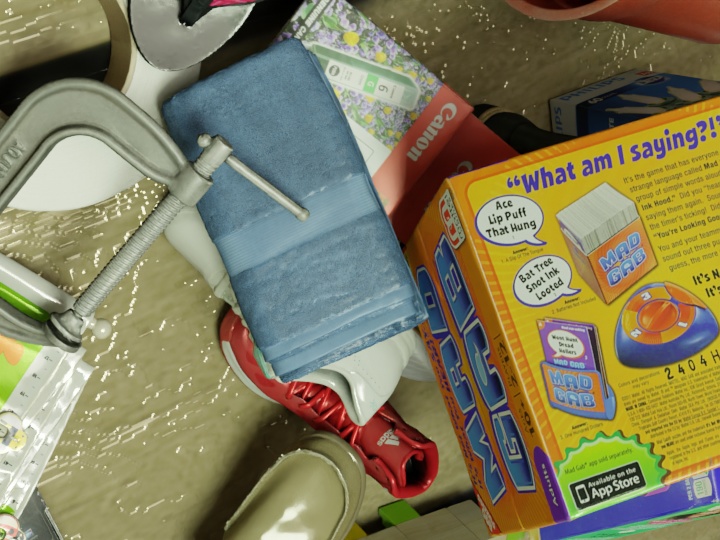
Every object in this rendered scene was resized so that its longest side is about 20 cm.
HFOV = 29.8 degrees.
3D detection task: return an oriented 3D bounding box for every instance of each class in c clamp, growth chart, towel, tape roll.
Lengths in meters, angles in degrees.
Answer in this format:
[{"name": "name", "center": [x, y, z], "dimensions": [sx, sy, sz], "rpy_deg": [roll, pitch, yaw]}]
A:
[{"name": "c clamp", "center": [-0.159, -0.023, 0.821], "dimensions": [0.200, 0.027, 0.171], "rpy_deg": [-42, 109, 12]}, {"name": "growth chart", "center": [-0.245, 0.085, 0.847], "dimensions": [0.144, 0.018, 0.201], "rpy_deg": [25, 79, -20]}, {"name": "towel", "center": [-0.043, -0.038, 0.868], "dimensions": [0.111, 0.049, 0.201], "rpy_deg": [-23, 92, 0]}, {"name": "tape roll", "center": [-0.194, -0.137, 0.841], "dimensions": [0.202, 0.037, 0.204], "rpy_deg": [-10, 108, -32]}]

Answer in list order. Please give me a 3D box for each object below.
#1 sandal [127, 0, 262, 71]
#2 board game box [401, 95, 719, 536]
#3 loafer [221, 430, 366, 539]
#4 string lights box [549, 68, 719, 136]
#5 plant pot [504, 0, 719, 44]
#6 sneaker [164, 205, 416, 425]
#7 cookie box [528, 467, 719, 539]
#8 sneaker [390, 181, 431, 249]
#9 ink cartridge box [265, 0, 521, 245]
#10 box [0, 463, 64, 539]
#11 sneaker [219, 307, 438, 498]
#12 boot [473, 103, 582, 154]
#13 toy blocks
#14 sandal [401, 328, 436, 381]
[{"name": "sandal", "center": [-0.067, -0.203, 0.830], "dimensions": [0.200, 0.045, 0.075], "rpy_deg": [-44, 114, 5]}, {"name": "board game box", "center": [0.159, 0.034, 0.842], "dimensions": [0.199, 0.200, 0.201], "rpy_deg": [-17, 79, -10]}, {"name": "loafer", "center": [-0.065, 0.202, 0.957], "dimensions": [0.076, 0.067, 0.201], "rpy_deg": [34, 109, 5]}, {"name": "string lights box", "center": [0.250, -0.105, 1.045], "dimensions": [0.102, 0.200, 0.059], "rpy_deg": [-22, 115, -28]}, {"name": "plant pot", "center": [0.222, -0.261, 1.000], "dimensions": [0.195, 0.200, 0.202], "rpy_deg": [9, 98, -42]}, {"name": "sneaker", "center": [-0.057, 0.029, 0.915], "dimensions": [0.200, 0.075, 0.089], "rpy_deg": [34, 61, -10]}, {"name": "cookie box", "center": [0.211, 0.113, 1.046], "dimensions": [0.075, 0.200, 0.172], "rpy_deg": [8, 67, -33]}, {"name": "sneaker", "center": [0.029, -0.069, 0.986], "dimensions": [0.072, 0.072, 0.201], "rpy_deg": [-31, 115, -21]}, {"name": "ink cartridge box", "center": [0.016, -0.091, 0.926], "dimensions": [0.200, 0.050, 0.109], "rpy_deg": [38, 95, -8]}, {"name": "box", "center": [-0.278, 0.236, 0.881], "dimensions": [0.200, 0.049, 0.162], "rpy_deg": [-33, 119, -23]}, {"name": "sneaker", "center": [-0.008, 0.093, 0.979], "dimensions": [0.200, 0.115, 0.079], "rpy_deg": [41, 80, -34]}, {"name": "boot", "center": [0.172, -0.042, 1.048], "dimensions": [0.200, 0.138, 0.078], "rpy_deg": [38, 82, -35]}, {"name": "toy blocks", "center": [0.037, 0.273, 1.084], "dimensions": [0.199, 0.100, 0.137], "rpy_deg": [-14, 122, -30]}, {"name": "sandal", "center": [-0.005, 0.001, 0.983], "dimensions": [0.207, 0.079, 0.059], "rpy_deg": [46, 60, -29]}]
